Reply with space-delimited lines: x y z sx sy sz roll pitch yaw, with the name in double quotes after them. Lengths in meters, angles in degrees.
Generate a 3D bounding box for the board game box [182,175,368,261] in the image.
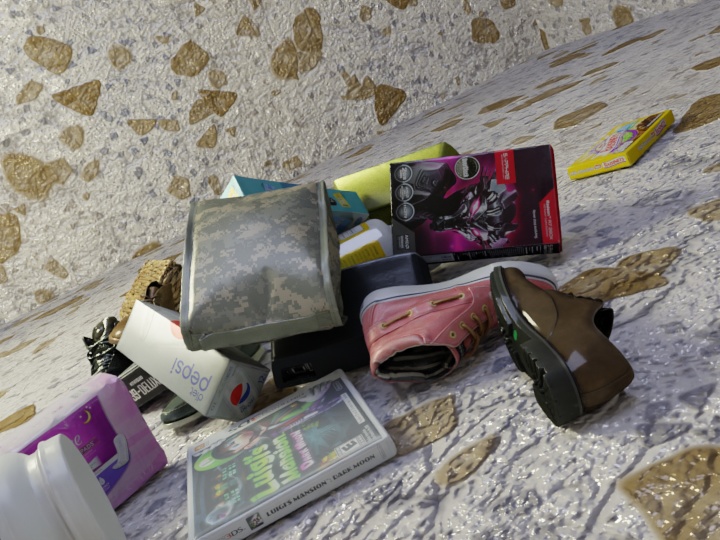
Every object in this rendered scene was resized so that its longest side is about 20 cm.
-0.108 -0.045 0.987 0.200 0.047 0.151 2 -42 -43 "board game box"

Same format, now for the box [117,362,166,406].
-0.260 0.115 1.076 0.158 0.050 0.200 -32 9 29 "box"

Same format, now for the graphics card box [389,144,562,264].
0.137 -0.077 0.907 0.200 0.126 0.051 -5 -14 14 "graphics card box"

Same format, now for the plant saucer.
0.090 -0.080 1.056 0.200 0.200 0.048 -13 54 38 "plant saucer"

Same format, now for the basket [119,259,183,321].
-0.357 0.072 1.432 0.200 0.149 0.143 2 63 61 "basket"

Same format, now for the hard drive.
-0.012 0.051 0.858 0.200 0.042 0.135 -19 41 9 "hard drive"

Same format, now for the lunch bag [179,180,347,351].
-0.102 0.008 0.815 0.164 0.118 0.200 -9 40 3 "lunch bag"

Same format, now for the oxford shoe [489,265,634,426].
0.163 0.049 0.622 0.084 0.073 0.200 -22 30 0 "oxford shoe"

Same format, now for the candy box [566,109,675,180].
0.414 -0.200 1.188 0.102 0.026 0.200 -15 17 46 "candy box"

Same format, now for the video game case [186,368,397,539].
-0.074 0.166 0.694 0.182 0.023 0.200 -27 14 -8 "video game case"

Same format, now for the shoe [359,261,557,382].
0.101 0.054 0.731 0.200 0.072 0.091 -10 42 2 "shoe"

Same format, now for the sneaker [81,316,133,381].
-0.382 0.143 1.117 0.076 0.114 0.199 -24 16 12 "sneaker"

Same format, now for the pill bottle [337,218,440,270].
0.000 0.000 0.988 0.200 0.111 0.111 -26 14 -4 "pill bottle"

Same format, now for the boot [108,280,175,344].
-0.322 0.063 1.116 0.073 0.076 0.200 8 11 -1 "boot"

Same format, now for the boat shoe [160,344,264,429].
-0.195 0.128 0.955 0.073 0.062 0.200 -15 17 31 "boat shoe"

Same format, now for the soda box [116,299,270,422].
-0.197 0.101 0.862 0.200 0.063 0.068 24 89 41 "soda box"

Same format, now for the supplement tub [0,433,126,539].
-0.300 0.234 0.589 0.200 0.140 0.140 -29 15 -16 "supplement tub"

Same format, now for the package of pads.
-0.301 0.204 0.741 0.076 0.121 0.200 -12 20 41 "package of pads"
